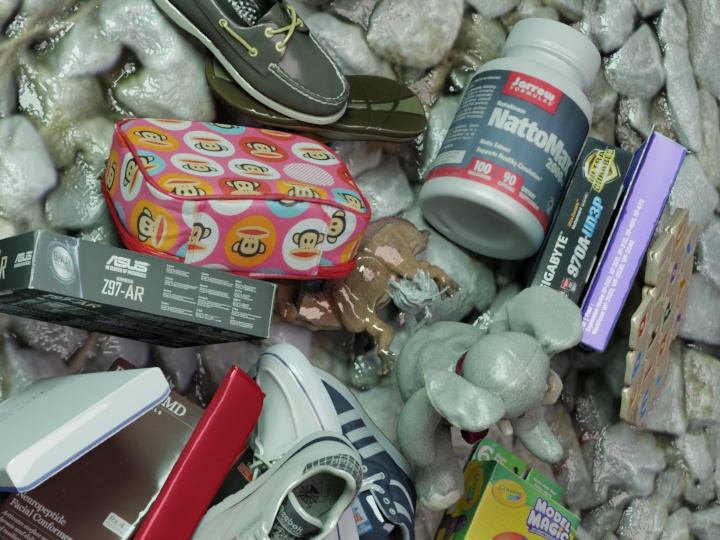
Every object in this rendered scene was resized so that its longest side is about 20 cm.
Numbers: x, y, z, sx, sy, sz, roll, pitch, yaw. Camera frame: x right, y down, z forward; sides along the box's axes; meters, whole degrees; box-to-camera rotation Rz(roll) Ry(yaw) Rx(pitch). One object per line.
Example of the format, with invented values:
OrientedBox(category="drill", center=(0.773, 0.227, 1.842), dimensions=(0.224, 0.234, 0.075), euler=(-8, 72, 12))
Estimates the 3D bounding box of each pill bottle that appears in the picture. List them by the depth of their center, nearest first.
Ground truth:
OrientedBox(category="pill bottle", center=(0.142, -0.123, 1.583), dimensions=(0.119, 0.119, 0.201), euler=(34, 67, -26))

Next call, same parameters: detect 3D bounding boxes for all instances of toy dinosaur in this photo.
OrientedBox(category="toy dinosaur", center=(0.000, 0.000, 1.497), dimensions=(0.200, 0.086, 0.136), euler=(-46, 108, -29))

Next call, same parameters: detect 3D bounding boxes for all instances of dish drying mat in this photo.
OrientedBox(category="dish drying mat", center=(-0.131, 0.170, 1.317), dimensions=(0.201, 0.018, 0.077), euler=(-60, 158, -11))

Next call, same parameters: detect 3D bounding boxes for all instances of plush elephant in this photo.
OrientedBox(category="plush elephant", center=(0.108, 0.095, 1.414), dimensions=(0.164, 0.155, 0.201), euler=(-37, 118, -18))

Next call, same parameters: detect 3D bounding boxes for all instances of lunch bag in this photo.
OrientedBox(category="lunch bag", center=(-0.105, -0.067, 1.398), dimensions=(0.199, 0.176, 0.082), euler=(5, 119, -26))

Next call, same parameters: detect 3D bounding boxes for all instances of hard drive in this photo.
OrientedBox(category="hard drive", center=(-0.236, 0.115, 1.262), dimensions=(0.132, 0.200, 0.025), euler=(-34, 103, -31))

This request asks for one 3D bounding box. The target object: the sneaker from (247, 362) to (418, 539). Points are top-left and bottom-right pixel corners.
OrientedBox(category="sneaker", center=(-0.021, 0.163, 1.449), dimensions=(0.200, 0.070, 0.109), euler=(45, 24, -24))

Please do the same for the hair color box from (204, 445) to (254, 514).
OrientedBox(category="hair color box", center=(-0.133, 0.246, 1.400), dimensions=(0.102, 0.061, 0.200), euler=(49, 63, -19))

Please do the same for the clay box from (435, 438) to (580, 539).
OrientedBox(category="clay box", center=(0.123, 0.262, 1.574), dimensions=(0.115, 0.047, 0.201), euler=(35, 68, -26))

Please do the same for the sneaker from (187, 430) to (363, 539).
OrientedBox(category="sneaker", center=(-0.076, 0.206, 1.319), dimensions=(0.076, 0.081, 0.200), euler=(40, 95, -13))

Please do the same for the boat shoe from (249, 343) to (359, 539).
OrientedBox(category="boat shoe", center=(-0.052, 0.160, 1.382), dimensions=(0.067, 0.073, 0.201), euler=(-20, 95, -38))

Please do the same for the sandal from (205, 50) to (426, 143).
OrientedBox(category="sandal", center=(-0.041, -0.143, 1.501), dimensions=(0.199, 0.055, 0.082), euler=(8, 57, -22))

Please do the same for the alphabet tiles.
OrientedBox(category="alphabet tiles", center=(0.279, 0.045, 1.641), dimensions=(0.196, 0.015, 0.201), euler=(-49, 148, -50))

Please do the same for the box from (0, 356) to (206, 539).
OrientedBox(category="box", center=(-0.201, 0.177, 1.331), dimensions=(0.100, 0.075, 0.200), euler=(29, 62, 13))

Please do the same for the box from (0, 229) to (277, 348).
OrientedBox(category="box", center=(-0.189, 0.018, 1.327), dimensions=(0.199, 0.160, 0.044), euler=(14, 78, -31))

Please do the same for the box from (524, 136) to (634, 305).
OrientedBox(category="box", center=(0.180, -0.005, 1.553), dimensions=(0.046, 0.200, 0.160), euler=(22, 70, 5))

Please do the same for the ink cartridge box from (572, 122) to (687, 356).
OrientedBox(category="ink cartridge box", center=(0.236, -0.022, 1.572), dimensions=(0.043, 0.200, 0.199), euler=(22, 88, 6))

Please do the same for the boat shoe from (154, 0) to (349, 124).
OrientedBox(category="boat shoe", center=(-0.087, -0.200, 1.437), dimensions=(0.201, 0.061, 0.072), euler=(38, 54, -3))
